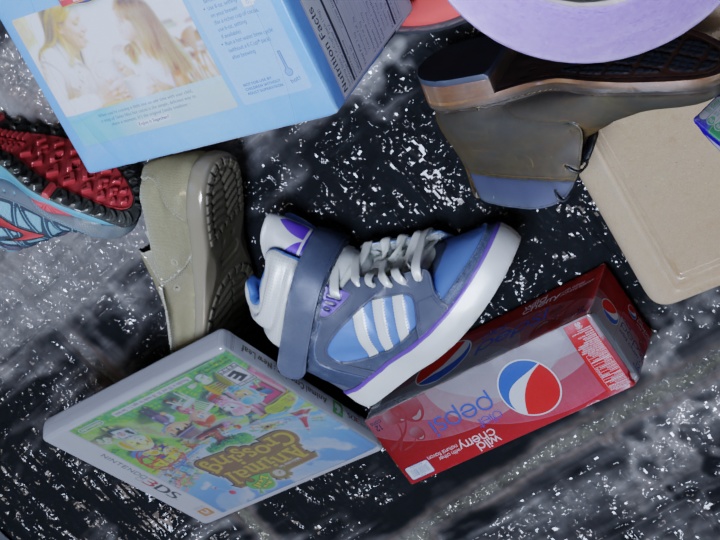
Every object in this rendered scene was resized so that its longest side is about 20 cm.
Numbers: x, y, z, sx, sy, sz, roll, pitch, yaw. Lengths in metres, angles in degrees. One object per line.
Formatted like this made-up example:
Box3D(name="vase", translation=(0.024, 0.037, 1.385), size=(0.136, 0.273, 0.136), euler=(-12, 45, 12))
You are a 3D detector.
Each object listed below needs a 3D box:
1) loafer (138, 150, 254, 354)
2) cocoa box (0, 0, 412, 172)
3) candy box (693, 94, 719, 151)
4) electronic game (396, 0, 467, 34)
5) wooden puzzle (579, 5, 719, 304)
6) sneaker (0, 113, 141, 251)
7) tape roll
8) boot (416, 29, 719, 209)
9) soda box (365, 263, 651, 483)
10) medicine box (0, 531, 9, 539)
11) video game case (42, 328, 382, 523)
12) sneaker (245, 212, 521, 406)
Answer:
Box3D(name="loafer", translation=(-0.122, -0.005, 0.991), size=(0.067, 0.076, 0.202), euler=(20, 127, 21))
Box3D(name="cocoa box", translation=(-0.094, -0.161, 0.815), size=(0.198, 0.132, 0.135), euler=(-9, 122, 32))
Box3D(name="candy box", translation=(0.284, -0.103, 0.677), size=(0.200, 0.169, 0.077), euler=(-44, 107, 11))
Box3D(name="electronic game", translation=(0.022, -0.240, 0.815), size=(0.197, 0.042, 0.203), euler=(9, 121, 15))
Box3D(name="wooden puzzle", translation=(0.223, -0.087, 0.834), size=(0.198, 0.037, 0.186), euler=(-22, 108, 35))
Box3D(name="sneaker", translation=(-0.245, -0.057, 1.015), size=(0.197, 0.080, 0.097), euler=(19, 134, 20))
Box3D(name="tape roll", translation=(0.122, -0.222, 0.733), size=(0.196, 0.085, 0.203), euler=(1, 119, 3))
Box3D(name="boot", translation=(0.134, -0.090, 0.813), size=(0.198, 0.075, 0.098), euler=(5, 130, 37))
Box3D(name="soda box", translation=(0.102, 0.075, 0.950), size=(0.199, 0.070, 0.064), euler=(-29, 106, 32))
Box3D(name="medicine box", translation=(-0.405, 0.356, 1.241), size=(0.199, 0.183, 0.103), euler=(-35, 102, 33))
Box3D(name="video game case", translation=(-0.113, 0.127, 1.044), size=(0.198, 0.022, 0.181), euler=(-27, 135, 31))
Box3D(name="sneaker", translation=(0.000, 0.000, 0.939), size=(0.146, 0.081, 0.200), euler=(38, 130, -9))
